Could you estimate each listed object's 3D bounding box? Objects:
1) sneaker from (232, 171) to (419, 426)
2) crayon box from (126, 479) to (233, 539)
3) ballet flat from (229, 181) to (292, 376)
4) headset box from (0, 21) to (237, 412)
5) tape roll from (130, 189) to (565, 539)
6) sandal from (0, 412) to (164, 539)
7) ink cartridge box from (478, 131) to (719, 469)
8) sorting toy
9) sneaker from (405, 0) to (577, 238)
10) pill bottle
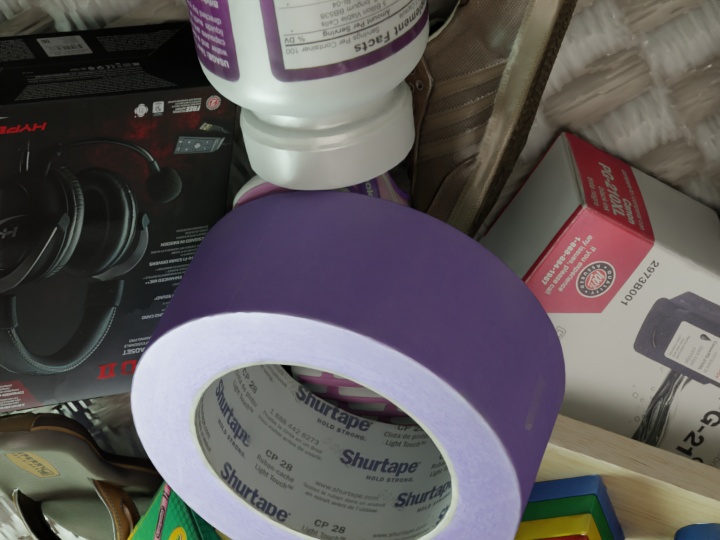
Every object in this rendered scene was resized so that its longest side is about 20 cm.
[{"bbox_3d":[0.000,0.000,1.118,0.080,0.089,0.201,3,137,22],"label":"sneaker"},{"bbox_3d":[-0.082,0.187,1.215,0.118,0.058,0.200,-2,141,-35],"label":"crayon box"},{"bbox_3d":[-0.041,0.039,1.167,0.046,0.067,0.201,12,130,23],"label":"ballet flat"},{"bbox_3d":[-0.150,-0.017,1.095,0.148,0.077,0.201,-7,123,-25],"label":"headset box"},{"bbox_3d":[-0.005,0.062,1.050,0.199,0.085,0.201,14,139,13],"label":"tape roll"},{"bbox_3d":[-0.151,0.131,1.189,0.081,0.055,0.200,-14,153,15],"label":"sandal"},{"bbox_3d":[0.156,0.038,1.177,0.199,0.085,0.145,26,118,-20],"label":"ink cartridge box"},{"bbox_3d":[0.142,0.167,1.192,0.199,0.070,0.199,19,153,-6],"label":"sorting toy"},{"bbox_3d":[0.052,-0.092,1.110,0.075,0.070,0.201,27,122,10],"label":"sneaker"},{"bbox_3d":[-0.027,-0.143,0.988,0.112,0.112,0.201,-9,123,0],"label":"pill bottle"}]
